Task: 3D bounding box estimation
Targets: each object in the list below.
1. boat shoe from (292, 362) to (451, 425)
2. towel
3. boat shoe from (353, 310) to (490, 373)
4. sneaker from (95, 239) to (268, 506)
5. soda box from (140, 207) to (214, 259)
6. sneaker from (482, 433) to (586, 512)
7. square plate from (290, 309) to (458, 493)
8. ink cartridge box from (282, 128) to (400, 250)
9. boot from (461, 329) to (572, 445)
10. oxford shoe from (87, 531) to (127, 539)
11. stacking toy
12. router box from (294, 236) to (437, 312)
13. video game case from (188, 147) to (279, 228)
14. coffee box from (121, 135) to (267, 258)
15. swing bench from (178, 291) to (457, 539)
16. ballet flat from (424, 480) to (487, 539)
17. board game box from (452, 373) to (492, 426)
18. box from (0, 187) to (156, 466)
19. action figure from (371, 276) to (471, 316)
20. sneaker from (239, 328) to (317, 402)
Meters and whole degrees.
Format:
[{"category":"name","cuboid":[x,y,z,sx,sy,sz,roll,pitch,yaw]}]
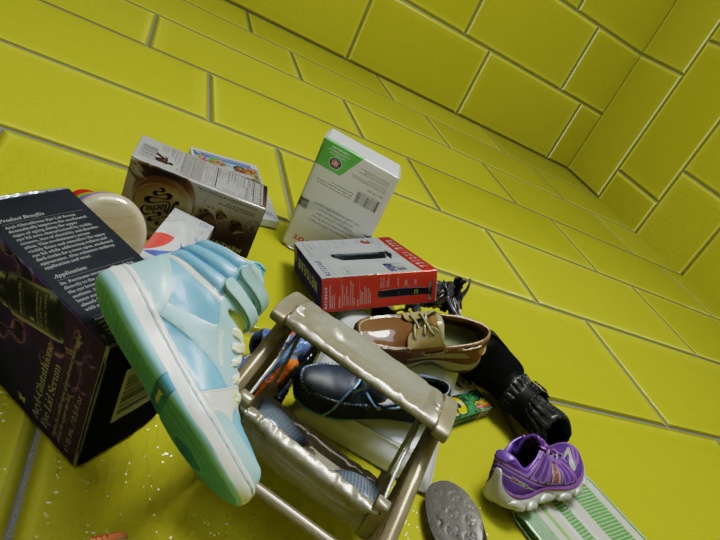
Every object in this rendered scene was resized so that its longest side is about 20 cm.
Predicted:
[{"category":"boat shoe","cuboid":[0.017,0.132,0.673,0.193,0.069,0.086,6,49,-22]},{"category":"towel","cuboid":[0.301,0.353,0.745,0.196,0.024,0.153,-2,41,-45]},{"category":"boat shoe","cuboid":[0.085,0.083,0.747,0.193,0.075,0.078,6,49,-22]},{"category":"sneaker","cuboid":[-0.105,0.065,0.447,0.129,0.079,0.204,-30,90,-37]},{"category":"soda box","cuboid":[-0.250,0.000,0.716,0.062,0.070,0.202,24,29,-10]},{"category":"sneaker","cuboid":[0.243,0.257,0.750,0.195,0.087,0.079,2,8,-44]},{"category":"square plate","cuboid":[0.032,0.150,0.735,0.193,0.029,0.203,29,45,-1]},{"category":"ink cartridge box","cuboid":[-0.034,-0.117,0.985,0.142,0.204,0.085,26,24,-6]},{"category":"boot","cuboid":[0.228,0.182,0.846,0.208,0.080,0.160,31,21,-38]},{"category":"oxford shoe","cuboid":[-0.230,0.243,0.353,0.198,0.071,0.074,-22,76,-52]},{"category":"stacking toy","cuboid":[-0.323,-0.062,0.686,0.083,0.089,0.198,9,9,-35]},{"category":"router box","cuboid":[0.000,0.000,0.864,0.173,0.051,0.200,-4,18,-18]},{"category":"video game case","cuboid":[-0.238,-0.155,1.041,0.139,0.018,0.202,11,34,-33]},{"category":"coffee box","cuboid":[-0.246,-0.096,0.830,0.194,0.115,0.081,20,28,-21]},{"category":"swing bench","cuboid":[-0.028,0.146,0.535,0.195,0.131,0.203,31,64,6]},{"category":"ballet flat","cuboid":[0.123,0.319,0.601,0.065,0.048,0.201,-17,39,-14]},{"category":"board game box","cuboid":[0.104,0.184,0.824,0.196,0.024,0.106,0,43,-46]},{"category":"box","cuboid":[-0.274,0.045,0.530,0.198,0.151,0.104,36,28,15]},{"category":"action figure","cuboid":[0.108,0.073,0.903,0.194,0.119,0.106,-13,78,-28]},{"category":"sneaker","cuboid":[-0.099,0.096,0.708,0.077,0.077,0.200,30,25,8]}]
